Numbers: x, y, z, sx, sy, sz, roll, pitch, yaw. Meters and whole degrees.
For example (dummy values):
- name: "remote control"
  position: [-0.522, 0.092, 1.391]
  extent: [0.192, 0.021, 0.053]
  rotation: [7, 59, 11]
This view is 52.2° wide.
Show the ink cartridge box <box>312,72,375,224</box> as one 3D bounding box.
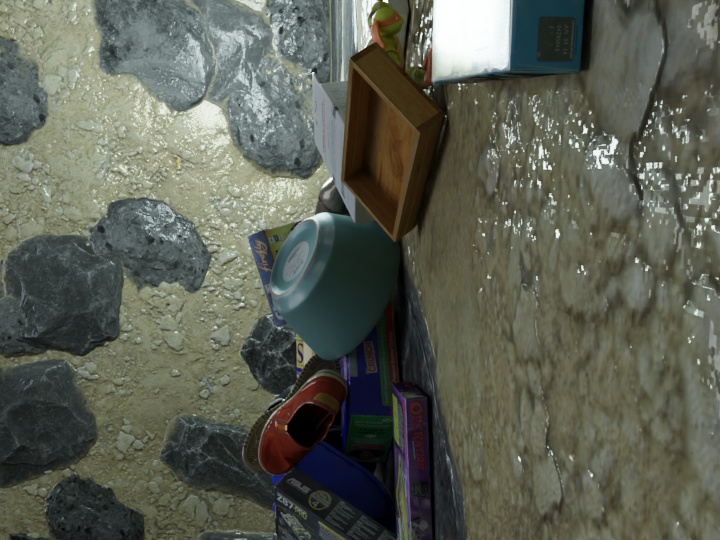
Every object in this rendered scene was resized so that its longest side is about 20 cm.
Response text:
- name: "ink cartridge box"
  position: [-0.006, -0.169, 0.955]
  extent: [0.201, 0.065, 0.117]
  rotation: [-115, 19, -46]

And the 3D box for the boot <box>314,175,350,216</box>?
- name: "boot"
  position: [-0.004, -0.144, 1.139]
  extent: [0.147, 0.070, 0.201]
  rotation: [-53, 2, 44]

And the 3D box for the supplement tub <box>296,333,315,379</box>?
- name: "supplement tub"
  position: [-0.051, 0.167, 1.397]
  extent: [0.145, 0.142, 0.205]
  rotation: [161, 108, -85]

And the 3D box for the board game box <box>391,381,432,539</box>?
- name: "board game box"
  position: [0.055, 0.231, 0.798]
  extent: [0.120, 0.032, 0.205]
  rotation: [178, 90, -89]

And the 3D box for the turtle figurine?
- name: "turtle figurine"
  position: [0.030, -0.196, 0.745]
  extent: [0.163, 0.063, 0.202]
  rotation: [83, 169, -48]

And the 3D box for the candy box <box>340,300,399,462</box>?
- name: "candy box"
  position: [0.010, 0.163, 1.054]
  extent: [0.201, 0.075, 0.172]
  rotation: [94, 174, -59]

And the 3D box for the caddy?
- name: "caddy"
  position: [-0.038, 0.331, 1.069]
  extent: [0.105, 0.198, 0.144]
  rotation: [-34, -41, -43]

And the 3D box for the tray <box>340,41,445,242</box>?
- name: "tray"
  position: [0.027, -0.119, 0.732]
  extent: [0.099, 0.037, 0.201]
  rotation: [49, 162, 17]

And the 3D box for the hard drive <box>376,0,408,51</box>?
- name: "hard drive"
  position: [0.034, -0.282, 0.942]
  extent: [0.202, 0.026, 0.134]
  rotation: [96, 172, -54]

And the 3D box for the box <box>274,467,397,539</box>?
- name: "box"
  position: [-0.029, 0.376, 0.973]
  extent: [0.049, 0.198, 0.164]
  rotation: [-36, -42, -41]

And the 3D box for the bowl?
- name: "bowl"
  position: [-0.048, 0.005, 0.976]
  extent: [0.200, 0.104, 0.203]
  rotation: [-39, 36, 35]

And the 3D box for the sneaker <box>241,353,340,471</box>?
- name: "sneaker"
  position: [-0.097, 0.218, 1.103]
  extent: [0.201, 0.070, 0.109]
  rotation: [-51, -11, -14]

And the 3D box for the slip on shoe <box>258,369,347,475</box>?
- name: "slip on shoe"
  position: [-0.083, 0.212, 0.968]
  extent: [0.201, 0.073, 0.062]
  rotation: [-52, 12, 33]

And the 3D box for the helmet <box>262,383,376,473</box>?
- name: "helmet"
  position: [-0.066, 0.275, 1.241]
  extent: [0.191, 0.196, 0.204]
  rotation: [-122, 30, -64]

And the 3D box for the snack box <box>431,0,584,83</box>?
- name: "snack box"
  position: [0.073, -0.166, 0.406]
  extent: [0.200, 0.036, 0.119]
  rotation: [-110, 20, -76]

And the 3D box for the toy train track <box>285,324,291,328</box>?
- name: "toy train track"
  position: [-0.096, 0.048, 1.190]
  extent: [0.033, 0.113, 0.202]
  rotation: [-47, -54, -33]

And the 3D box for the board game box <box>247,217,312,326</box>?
- name: "board game box"
  position: [-0.085, -0.007, 1.124]
  extent: [0.199, 0.034, 0.138]
  rotation: [-21, -86, -62]
